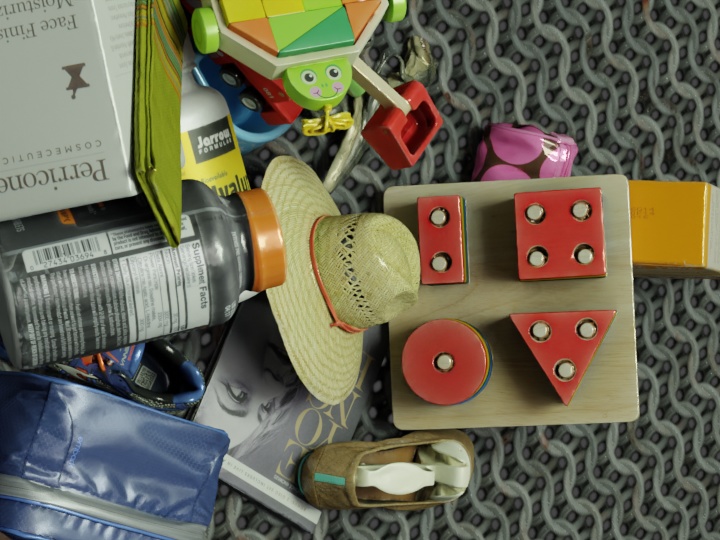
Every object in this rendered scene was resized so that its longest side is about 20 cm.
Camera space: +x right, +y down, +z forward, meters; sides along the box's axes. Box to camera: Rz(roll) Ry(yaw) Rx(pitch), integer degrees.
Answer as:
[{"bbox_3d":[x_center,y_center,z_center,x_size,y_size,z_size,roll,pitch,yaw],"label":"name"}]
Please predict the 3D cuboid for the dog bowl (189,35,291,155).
[{"bbox_3d":[-0.113,-0.181,1.722,0.111,0.049,0.200,-41,113,-31],"label":"dog bowl"}]

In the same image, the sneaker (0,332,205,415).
[{"bbox_3d":[-0.192,0.050,1.637,0.200,0.078,0.076,27,72,-35],"label":"sneaker"}]

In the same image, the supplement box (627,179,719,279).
[{"bbox_3d":[0.254,-0.032,1.911,0.200,0.126,0.074,8,84,-69],"label":"supplement box"}]

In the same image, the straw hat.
[{"bbox_3d":[0.000,0.000,1.715,0.201,0.085,0.202,-11,90,-70],"label":"straw hat"}]

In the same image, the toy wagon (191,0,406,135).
[{"bbox_3d":[-0.045,-0.192,1.588,0.155,0.040,0.201,-12,70,-18],"label":"toy wagon"}]

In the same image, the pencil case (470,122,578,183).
[{"bbox_3d":[0.130,-0.026,1.885,0.091,0.094,0.201,17,78,-37],"label":"pencil case"}]

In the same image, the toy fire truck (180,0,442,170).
[{"bbox_3d":[-0.046,-0.157,1.654,0.200,0.141,0.049,49,61,-27],"label":"toy fire truck"}]

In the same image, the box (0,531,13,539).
[{"bbox_3d":[-0.262,0.278,1.522,0.200,0.164,0.166,38,67,-31],"label":"box"}]

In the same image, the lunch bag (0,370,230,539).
[{"bbox_3d":[-0.194,0.158,1.597,0.200,0.136,0.133,21,78,-36],"label":"lunch bag"}]

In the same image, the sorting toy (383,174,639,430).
[{"bbox_3d":[0.119,0.026,1.794,0.070,0.199,0.200,14,73,-82],"label":"sorting toy"}]

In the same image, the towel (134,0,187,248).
[{"bbox_3d":[-0.132,-0.119,1.522,0.086,0.018,0.201,67,16,-51],"label":"towel"}]

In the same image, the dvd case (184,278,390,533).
[{"bbox_3d":[-0.055,0.088,1.785,0.149,0.016,0.201,35,69,-33],"label":"dvd case"}]

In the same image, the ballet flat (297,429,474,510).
[{"bbox_3d":[0.041,0.163,1.812,0.200,0.072,0.068,3,90,-45],"label":"ballet flat"}]

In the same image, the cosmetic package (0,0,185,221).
[{"bbox_3d":[-0.230,-0.141,1.518,0.165,0.164,0.201,-48,127,-78],"label":"cosmetic package"}]

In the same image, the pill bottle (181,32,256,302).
[{"bbox_3d":[-0.141,-0.071,1.659,0.111,0.111,0.201,-23,103,-36],"label":"pill bottle"}]

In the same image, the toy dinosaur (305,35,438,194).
[{"bbox_3d":[-0.003,-0.134,1.814,0.200,0.047,0.088,-52,125,-23],"label":"toy dinosaur"}]

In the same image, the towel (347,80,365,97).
[{"bbox_3d":[-0.066,-0.233,1.723,0.031,0.149,0.200,-31,118,13],"label":"towel"}]

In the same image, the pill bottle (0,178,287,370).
[{"bbox_3d":[-0.153,-0.003,1.552,0.199,0.106,0.107,-13,98,-15],"label":"pill bottle"}]
